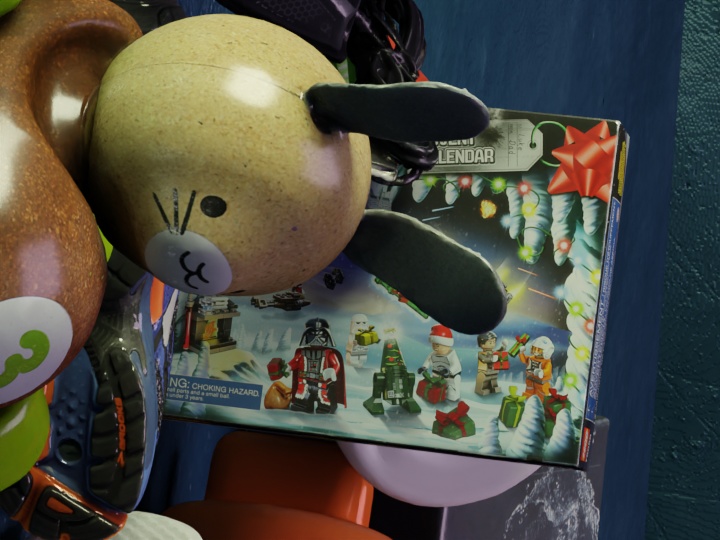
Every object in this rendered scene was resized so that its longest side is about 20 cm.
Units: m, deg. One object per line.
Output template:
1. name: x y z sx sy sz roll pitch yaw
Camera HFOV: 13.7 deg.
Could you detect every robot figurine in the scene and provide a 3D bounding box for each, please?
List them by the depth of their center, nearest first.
1. robot figurine: -0.044 0.172 1.284 0.144 0.116 0.201 -14 -117 58

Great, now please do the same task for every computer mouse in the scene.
1. computer mouse: -0.045 -0.123 1.130 0.200 0.053 0.139 50 19 -26

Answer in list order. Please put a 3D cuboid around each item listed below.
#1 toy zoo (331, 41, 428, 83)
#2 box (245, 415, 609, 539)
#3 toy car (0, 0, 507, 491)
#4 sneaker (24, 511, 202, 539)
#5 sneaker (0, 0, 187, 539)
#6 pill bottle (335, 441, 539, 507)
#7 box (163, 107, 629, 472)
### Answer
1. toy zoo: 0.033 -0.035 1.467 0.200 0.020 0.132 53 -22 42
2. box: 0.028 0.168 1.509 0.196 0.117 0.201 0 96 -62
3. toy car: -0.056 -0.021 0.924 0.165 0.199 0.158 81 19 -50
4. sneaker: -0.116 0.175 1.074 0.201 0.072 0.115 -51 150 -50
5. sneaker: -0.096 -0.006 1.086 0.078 0.075 0.201 -69 171 -78
6. pill bottle: 0.015 0.008 1.320 0.200 0.113 0.113 -124 -151 -58
7. box: 0.000 0.000 1.194 0.040 0.199 0.138 34 63 -77
